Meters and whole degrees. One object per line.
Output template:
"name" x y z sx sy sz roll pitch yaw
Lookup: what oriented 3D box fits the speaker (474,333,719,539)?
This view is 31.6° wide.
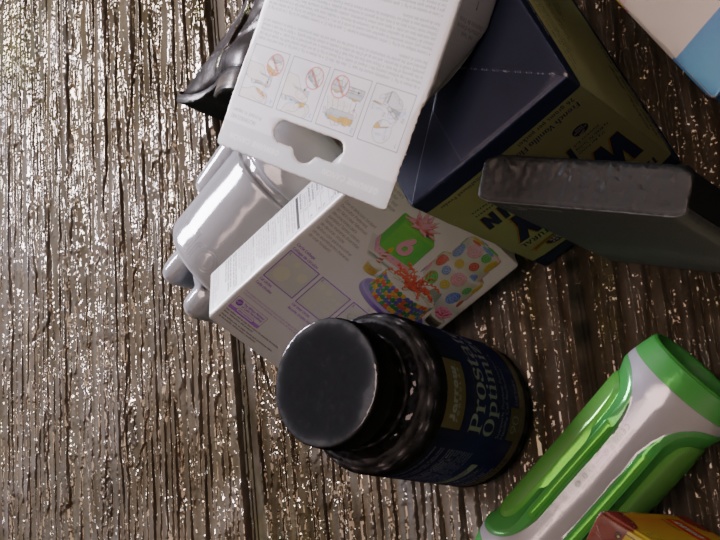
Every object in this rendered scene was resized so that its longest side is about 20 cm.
"speaker" 0.165 0.142 0.873 0.201 0.088 0.089 -52 56 14

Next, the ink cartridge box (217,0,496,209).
"ink cartridge box" 0.002 -0.157 0.837 0.161 0.057 0.203 23 101 36

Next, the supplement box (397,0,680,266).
"supplement box" 0.095 -0.138 0.914 0.134 0.199 0.202 -38 61 22

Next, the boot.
"boot" -0.089 -0.222 1.119 0.199 0.068 0.177 0 73 64

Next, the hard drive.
"hard drive" 0.184 -0.034 0.828 0.138 0.199 0.033 8 84 36

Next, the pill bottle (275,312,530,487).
"pill bottle" 0.031 0.093 0.906 0.111 0.199 0.114 -9 74 33

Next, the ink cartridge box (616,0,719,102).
"ink cartridge box" 0.240 -0.218 0.860 0.125 0.128 0.201 -49 61 24

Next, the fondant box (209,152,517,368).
"fondant box" 0.000 0.000 0.982 0.199 0.144 0.059 -40 29 22

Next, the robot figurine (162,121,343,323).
"robot figurine" -0.079 -0.044 1.069 0.200 0.112 0.170 -48 63 17

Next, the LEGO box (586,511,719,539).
"LEGO box" 0.236 0.229 0.764 0.199 0.148 0.078 30 97 36
